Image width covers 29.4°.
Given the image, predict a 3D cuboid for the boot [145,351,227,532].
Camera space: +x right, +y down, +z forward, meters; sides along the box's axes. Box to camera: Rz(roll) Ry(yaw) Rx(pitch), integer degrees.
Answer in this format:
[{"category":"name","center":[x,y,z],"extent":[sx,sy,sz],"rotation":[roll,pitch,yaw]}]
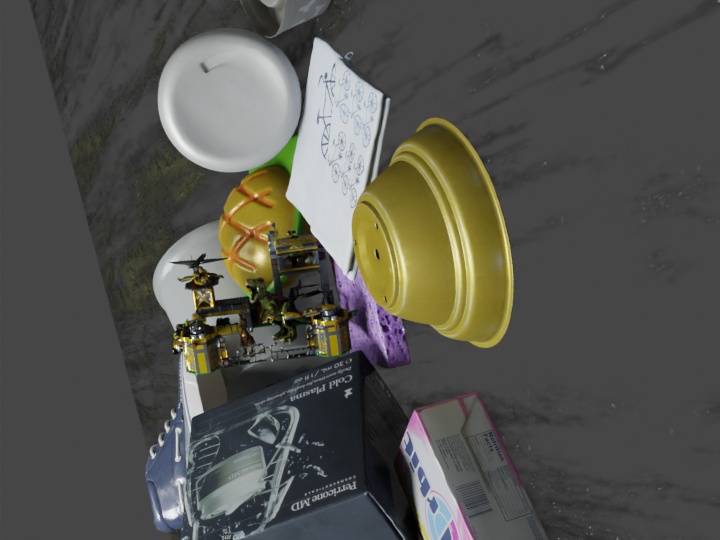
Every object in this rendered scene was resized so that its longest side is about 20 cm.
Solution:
[{"category":"boot","center":[-0.192,0.176,1.468],"extent":[0.073,0.090,0.200],"rotation":[40,-145,-59]}]

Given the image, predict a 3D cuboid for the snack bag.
[{"category":"snack bag","center":[-0.028,-0.117,1.321],"extent":[0.200,0.021,0.189],"rotation":[-127,42,-55]}]

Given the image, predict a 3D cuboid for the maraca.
[{"category":"maraca","center":[-0.099,-0.066,1.520],"extent":[0.137,0.107,0.200],"rotation":[-15,66,51]}]

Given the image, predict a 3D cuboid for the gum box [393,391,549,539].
[{"category":"gum box","center":[0.098,0.214,1.205],"extent":[0.114,0.066,0.200],"rotation":[108,144,-56]}]

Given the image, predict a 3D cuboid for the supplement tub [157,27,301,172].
[{"category":"supplement tub","center":[-0.142,-0.184,1.453],"extent":[0.200,0.145,0.145],"rotation":[-131,29,-77]}]

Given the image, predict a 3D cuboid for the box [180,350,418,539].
[{"category":"box","center":[-0.057,0.212,1.328],"extent":[0.124,0.200,0.197],"rotation":[57,-163,-35]}]

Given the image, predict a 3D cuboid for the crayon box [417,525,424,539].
[{"category":"crayon box","center":[0.059,0.305,1.403],"extent":[0.173,0.058,0.200],"rotation":[-136,35,-57]}]

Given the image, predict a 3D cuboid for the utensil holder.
[{"category":"utensil holder","center":[-0.133,0.065,1.612],"extent":[0.170,0.170,0.200],"rotation":[99,149,-50]}]

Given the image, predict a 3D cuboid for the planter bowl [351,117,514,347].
[{"category":"planter bowl","center":[0.046,-0.022,1.151],"extent":[0.200,0.083,0.201],"rotation":[165,90,-71]}]

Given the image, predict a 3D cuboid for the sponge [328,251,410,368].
[{"category":"sponge","center":[0.000,0.000,1.389],"extent":[0.112,0.030,0.200],"rotation":[-178,74,-71]}]

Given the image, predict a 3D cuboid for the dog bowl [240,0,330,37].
[{"category":"dog bowl","center":[-0.081,-0.331,1.329],"extent":[0.200,0.059,0.200],"rotation":[165,90,-71]}]

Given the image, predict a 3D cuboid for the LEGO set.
[{"category":"LEGO set","center":[-0.102,0.019,1.386],"extent":[0.154,0.200,0.116],"rotation":[-82,-14,-69]}]
